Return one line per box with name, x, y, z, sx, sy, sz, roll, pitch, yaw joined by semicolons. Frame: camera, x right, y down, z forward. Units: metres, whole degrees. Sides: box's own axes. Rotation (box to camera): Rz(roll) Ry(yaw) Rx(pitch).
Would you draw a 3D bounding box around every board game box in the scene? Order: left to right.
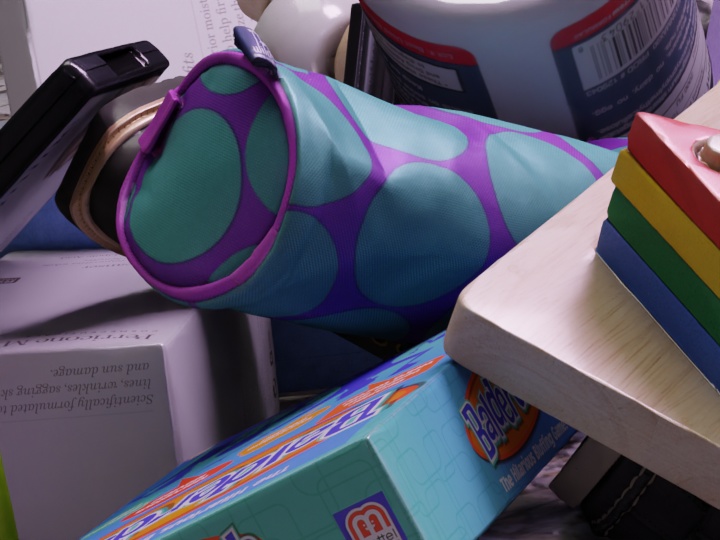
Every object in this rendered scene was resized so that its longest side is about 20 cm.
board game box;-0.018;0.070;0.809;0.152;0.045;0.200;-27;3;22

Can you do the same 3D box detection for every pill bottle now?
pill bottle;0.071;-0.082;1.052;0.119;0.120;0.200;-5;-33;13

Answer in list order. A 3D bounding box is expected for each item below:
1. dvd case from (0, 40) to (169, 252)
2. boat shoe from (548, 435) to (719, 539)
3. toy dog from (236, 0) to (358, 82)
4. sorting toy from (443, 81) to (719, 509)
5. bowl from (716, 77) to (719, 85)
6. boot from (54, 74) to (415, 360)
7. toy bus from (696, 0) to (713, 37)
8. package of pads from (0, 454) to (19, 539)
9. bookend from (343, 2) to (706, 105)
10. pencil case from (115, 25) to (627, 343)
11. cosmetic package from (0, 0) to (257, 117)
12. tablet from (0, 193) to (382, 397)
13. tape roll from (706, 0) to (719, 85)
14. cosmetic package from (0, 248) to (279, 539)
dvd case;-0.133;-0.025;1.012;0.143;0.018;0.200;-46;2;7
boat shoe;0.116;0.059;0.930;0.063;0.073;0.200;39;16;9
toy dog;-0.026;-0.060;1.320;0.096;0.201;0.132;-33;33;-29
sorting toy;0.160;0.002;0.786;0.198;0.070;0.200;29;36;19
bowl;0.208;-0.001;0.934;0.200;0.094;0.201;0;55;0
boot;0.000;0.000;0.995;0.200;0.078;0.138;7;28;-50
toy bus;0.241;-0.104;1.373;0.199;0.192;0.136;3;49;36
package of pads;-0.175;0.033;0.829;0.068;0.201;0.154;-9;9;23
bookend;0.129;-0.058;1.225;0.199;0.093;0.198;1;-8;40
pencil case;0.021;-0.019;0.916;0.199;0.085;0.093;11;37;-40
cosmetic package;-0.084;-0.101;1.480;0.199;0.166;0.165;-10;-10;-11
tablet;-0.067;0.000;1.142;0.199;0.131;0.014;-7;30;8
tape roll;0.197;-0.103;1.075;0.065;0.201;0.200;12;7;-11
cosmetic package;-0.101;0.045;1.040;0.112;0.082;0.200;-5;10;7
